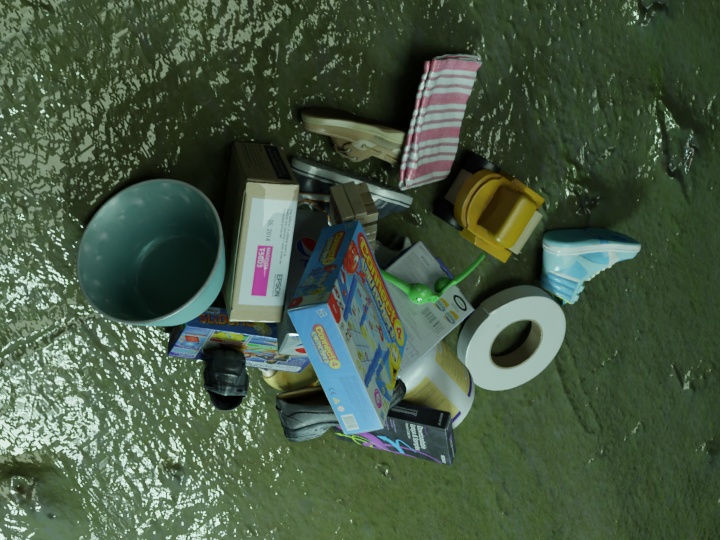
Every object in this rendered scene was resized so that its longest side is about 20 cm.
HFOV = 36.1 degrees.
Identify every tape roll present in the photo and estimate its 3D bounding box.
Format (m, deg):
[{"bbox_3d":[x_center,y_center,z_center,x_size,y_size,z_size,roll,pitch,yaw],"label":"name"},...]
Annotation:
[{"bbox_3d":[0.262,0.118,1.918,0.202,0.037,0.204,-13,127,-18],"label":"tape roll"}]

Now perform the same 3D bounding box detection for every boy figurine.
[{"bbox_3d":[-0.099,0.143,1.690,0.124,0.064,0.201,-19,120,-28],"label":"boy figurine"}]

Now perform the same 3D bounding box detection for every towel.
[{"bbox_3d":[0.116,-0.218,1.627,0.146,0.030,0.201,-21,128,-56],"label":"towel"}]

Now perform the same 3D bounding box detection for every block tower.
[{"bbox_3d":[-0.012,-0.049,1.556,0.054,0.058,0.200,-16,155,-10],"label":"block tower"}]

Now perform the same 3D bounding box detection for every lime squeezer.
[{"bbox_3d":[0.101,0.016,1.602,0.199,0.071,0.038,-5,138,-23],"label":"lime squeezer"}]

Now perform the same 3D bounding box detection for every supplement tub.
[{"bbox_3d":[0.080,0.161,1.766,0.145,0.145,0.200,-46,130,-5],"label":"supplement tub"}]

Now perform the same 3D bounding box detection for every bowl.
[{"bbox_3d":[-0.256,-0.008,1.439,0.201,0.201,0.105,-45,155,-6],"label":"bowl"}]

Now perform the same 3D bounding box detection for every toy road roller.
[{"bbox_3d":[0.224,-0.084,1.734,0.200,0.146,0.123,28,97,-40],"label":"toy road roller"}]

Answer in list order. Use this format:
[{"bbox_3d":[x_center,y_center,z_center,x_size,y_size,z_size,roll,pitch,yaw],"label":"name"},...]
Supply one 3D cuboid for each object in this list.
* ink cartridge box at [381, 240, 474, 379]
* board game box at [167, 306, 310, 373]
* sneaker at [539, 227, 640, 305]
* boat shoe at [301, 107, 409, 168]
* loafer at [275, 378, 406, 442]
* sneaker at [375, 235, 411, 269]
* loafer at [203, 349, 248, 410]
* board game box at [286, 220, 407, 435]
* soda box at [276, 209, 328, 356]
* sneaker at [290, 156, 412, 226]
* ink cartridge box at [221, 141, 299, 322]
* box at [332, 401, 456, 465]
[{"bbox_3d":[0.072,0.053,1.634,0.200,0.076,0.137,-40,94,-23],"label":"ink cartridge box"},{"bbox_3d":[-0.160,0.098,1.550,0.199,0.135,0.035,9,65,-18],"label":"board game box"},{"bbox_3d":[0.395,-0.003,1.941,0.199,0.080,0.131,0,112,-24],"label":"sneaker"},{"bbox_3d":[-0.003,-0.185,1.576,0.199,0.071,0.065,8,108,-38],"label":"boat shoe"},{"bbox_3d":[-0.031,0.193,1.649,0.199,0.073,0.073,-20,116,4],"label":"loafer"},{"bbox_3d":[0.000,0.000,1.688,0.199,0.074,0.088,-18,111,-34],"label":"sneaker"},{"bbox_3d":[-0.194,0.166,1.572,0.068,0.201,0.071,9,72,-5],"label":"loafer"},{"bbox_3d":[-0.011,0.071,1.428,0.056,0.196,0.201,-12,120,21],"label":"board game box"},{"bbox_3d":[-0.078,0.015,1.508,0.068,0.201,0.064,5,148,-17],"label":"soda box"},{"bbox_3d":[-0.021,-0.103,1.604,0.199,0.078,0.080,14,101,-27],"label":"sneaker"},{"bbox_3d":[-0.140,-0.053,1.484,0.075,0.165,0.201,4,113,-16],"label":"ink cartridge box"},{"bbox_3d":[0.049,0.247,1.744,0.143,0.199,0.036,75,28,-56],"label":"box"}]
